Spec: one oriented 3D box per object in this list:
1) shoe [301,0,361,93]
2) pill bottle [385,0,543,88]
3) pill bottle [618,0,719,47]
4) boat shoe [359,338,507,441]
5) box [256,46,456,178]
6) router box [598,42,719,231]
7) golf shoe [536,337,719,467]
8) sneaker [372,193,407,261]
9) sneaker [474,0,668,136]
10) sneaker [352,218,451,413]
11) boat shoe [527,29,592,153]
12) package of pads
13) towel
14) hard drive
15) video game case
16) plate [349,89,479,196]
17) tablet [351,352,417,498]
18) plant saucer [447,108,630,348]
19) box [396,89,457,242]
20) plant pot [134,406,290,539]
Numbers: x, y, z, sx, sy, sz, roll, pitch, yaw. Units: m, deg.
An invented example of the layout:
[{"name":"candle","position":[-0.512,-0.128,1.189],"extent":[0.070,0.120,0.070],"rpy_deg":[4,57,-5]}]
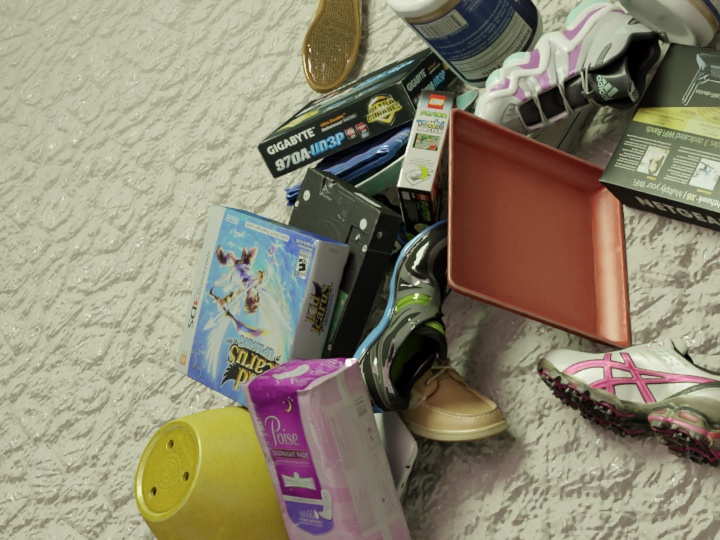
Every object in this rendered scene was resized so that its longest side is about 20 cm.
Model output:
[{"name":"shoe","position":[-0.029,-0.298,1.890],"extent":[0.069,0.053,0.202],"rpy_deg":[5,66,8]},{"name":"pill bottle","position":[0.121,-0.261,1.609],"extent":[0.110,0.200,0.112],"rpy_deg":[-22,49,29]},{"name":"pill bottle","position":[0.346,-0.329,1.517],"extent":[0.201,0.116,0.116],"rpy_deg":[-54,42,-2]},{"name":"boat shoe","position":[0.061,0.113,1.488],"extent":[0.199,0.071,0.065],"rpy_deg":[16,112,48]},{"name":"box","position":[0.001,-0.180,1.719],"extent":[0.199,0.046,0.159],"rpy_deg":[-21,15,31]},{"name":"router box","position":[0.339,-0.119,1.426],"extent":[0.199,0.052,0.158],"rpy_deg":[21,79,47]},{"name":"golf shoe","position":[0.248,0.100,1.349],"extent":[0.199,0.073,0.093],"rpy_deg":[18,69,37]},{"name":"sneaker","position":[0.000,0.000,1.634],"extent":[0.111,0.073,0.201],"rpy_deg":[-22,49,32]},{"name":"sneaker","position":[0.211,-0.176,1.485],"extent":[0.200,0.078,0.140],"rpy_deg":[-45,39,-9]},{"name":"sneaker","position":[0.059,0.047,1.456],"extent":[0.082,0.071,0.201],"rpy_deg":[10,67,44]},{"name":"boat shoe","position":[0.204,-0.198,1.589],"extent":[0.071,0.070,0.201],"rpy_deg":[19,77,47]},{"name":"package of pads","position":[-0.029,0.184,1.433],"extent":[0.075,0.202,0.120],"rpy_deg":[-24,12,-37]},{"name":"towel","position":[0.005,-0.137,1.683],"extent":[0.144,0.024,0.200],"rpy_deg":[-25,14,28]},{"name":"hard drive","position":[-0.038,0.013,1.554],"extent":[0.139,0.038,0.202],"rpy_deg":[33,106,50]},{"name":"video game case","position":[-0.105,0.041,1.567],"extent":[0.199,0.045,0.183],"rpy_deg":[19,98,52]},{"name":"plate","position":[0.049,-0.126,1.653],"extent":[0.199,0.026,0.200],"rpy_deg":[-35,10,7]},{"name":"tablet","position":[-0.006,0.162,1.528],"extent":[0.200,0.014,0.131],"rpy_deg":[53,133,47]},{"name":"plant saucer","position":[0.158,-0.033,1.442],"extent":[0.037,0.199,0.201],"rpy_deg":[-42,37,47]},{"name":"box","position":[0.073,-0.078,1.535],"extent":[0.034,0.200,0.111],"rpy_deg":[10,66,12]},{"name":"plant pot","position":[-0.140,0.217,1.539],"extent":[0.199,0.141,0.202],"rpy_deg":[-26,51,37]}]
